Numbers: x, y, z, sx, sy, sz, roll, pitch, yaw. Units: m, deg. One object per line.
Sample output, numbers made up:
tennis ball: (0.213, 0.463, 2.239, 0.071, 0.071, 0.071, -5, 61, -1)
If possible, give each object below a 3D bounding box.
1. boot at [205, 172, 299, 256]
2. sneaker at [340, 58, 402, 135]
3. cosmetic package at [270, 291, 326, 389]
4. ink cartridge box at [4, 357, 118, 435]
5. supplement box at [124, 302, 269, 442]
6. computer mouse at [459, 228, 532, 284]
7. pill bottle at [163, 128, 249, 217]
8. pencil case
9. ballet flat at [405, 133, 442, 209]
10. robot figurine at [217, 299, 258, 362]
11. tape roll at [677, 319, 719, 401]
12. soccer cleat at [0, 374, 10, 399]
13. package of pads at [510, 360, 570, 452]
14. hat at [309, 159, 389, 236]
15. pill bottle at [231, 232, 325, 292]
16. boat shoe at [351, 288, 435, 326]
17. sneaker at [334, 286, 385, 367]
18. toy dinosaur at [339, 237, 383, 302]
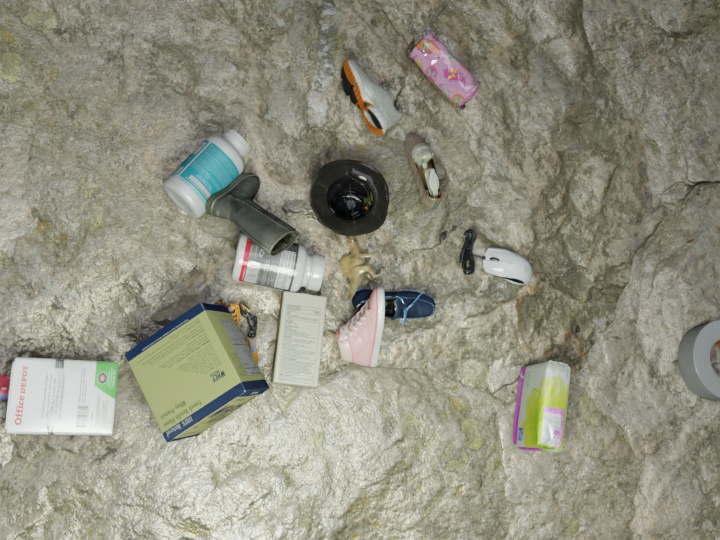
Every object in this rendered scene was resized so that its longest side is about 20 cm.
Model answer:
boot: (-0.217, -0.127, 1.604, 0.198, 0.073, 0.182, 24, 47, 21)
sneaker: (0.028, -0.437, 1.794, 0.091, 0.076, 0.202, -32, 94, -25)
cosmetic package: (-0.138, 0.156, 1.617, 0.104, 0.071, 0.203, 10, 76, -11)
ink cartridge box: (-0.598, 0.254, 1.457, 0.197, 0.084, 0.148, 8, 76, -25)
supplement box: (-0.329, 0.206, 1.477, 0.199, 0.134, 0.201, -33, 77, 9)
computer mouse: (0.341, -0.024, 1.787, 0.197, 0.044, 0.111, 16, 74, -10)
pill bottle: (-0.338, -0.224, 1.631, 0.111, 0.111, 0.201, 41, 72, -2)
pencil case: (0.217, -0.509, 1.846, 0.200, 0.087, 0.088, 44, 72, -2)
ballet flat: (0.162, -0.252, 1.781, 0.067, 0.067, 0.203, -14, 81, -16)
robot figurine: (-0.287, 0.160, 1.585, 0.143, 0.058, 0.203, -10, 81, -14)
tape roll: (0.918, 0.231, 1.860, 0.197, 0.066, 0.203, 3, 77, -14)
soccer cleat: (-0.791, 0.240, 1.453, 0.197, 0.067, 0.077, 10, 113, -20)
package of pads: (0.415, 0.314, 1.673, 0.067, 0.155, 0.203, 13, 75, -10)
hat: (-0.034, -0.164, 1.710, 0.198, 0.081, 0.204, 4, 80, -21)
pill bottle: (-0.182, -0.012, 1.622, 0.197, 0.111, 0.112, 12, 75, -11)
boat shoe: (0.077, 0.091, 1.677, 0.197, 0.069, 0.085, 0, 114, -5)
sneaker: (-0.002, 0.125, 1.616, 0.103, 0.076, 0.203, 8, 119, -3)
toy dinosaur: (0.000, 0.000, 1.693, 0.100, 0.058, 0.202, 5, 59, -7)
